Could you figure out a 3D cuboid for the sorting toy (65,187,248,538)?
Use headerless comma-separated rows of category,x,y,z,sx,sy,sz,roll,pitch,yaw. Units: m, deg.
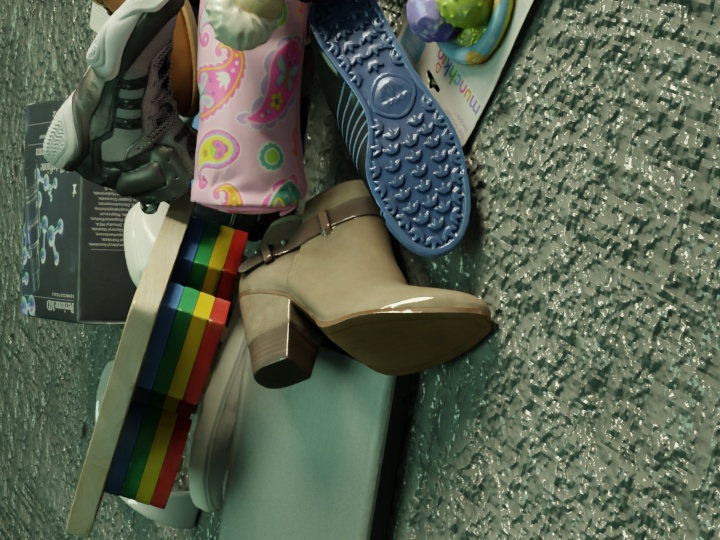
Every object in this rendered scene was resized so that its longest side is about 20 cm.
sorting toy,-0.145,0.071,1.174,0.201,0.069,0.201,-84,13,-63

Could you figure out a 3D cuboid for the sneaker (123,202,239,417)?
sneaker,-0.131,0.016,1.306,0.088,0.075,0.202,-43,64,43

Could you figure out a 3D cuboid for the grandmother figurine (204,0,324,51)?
grandmother figurine,-0.032,-0.227,1.035,0.121,0.201,0.061,36,169,15

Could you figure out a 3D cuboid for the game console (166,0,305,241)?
game console,-0.143,-0.133,1.273,0.199,0.118,0.175,24,99,57

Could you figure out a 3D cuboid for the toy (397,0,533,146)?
toy,0.065,-0.194,1.003,0.201,0.047,0.116,-63,39,35

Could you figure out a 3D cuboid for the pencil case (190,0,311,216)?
pencil case,-0.074,-0.141,1.105,0.087,0.086,0.203,12,99,58

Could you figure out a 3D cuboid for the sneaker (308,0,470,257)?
sneaker,0.022,-0.096,1.063,0.078,0.069,0.202,72,176,-75

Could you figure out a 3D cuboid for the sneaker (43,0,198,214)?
sneaker,-0.146,-0.124,1.138,0.200,0.113,0.076,-50,8,41

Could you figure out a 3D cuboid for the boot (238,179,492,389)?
boot,0.000,0.000,1.077,0.198,0.070,0.148,-13,47,23

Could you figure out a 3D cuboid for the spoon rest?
spoon rest,-0.208,0.159,1.430,0.200,0.060,0.100,47,127,48

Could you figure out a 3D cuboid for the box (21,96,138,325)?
box,-0.235,-0.055,1.439,0.148,0.106,0.203,2,91,58

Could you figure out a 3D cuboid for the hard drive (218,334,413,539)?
hard drive,-0.036,0.147,1.134,0.138,0.033,0.203,19,106,37

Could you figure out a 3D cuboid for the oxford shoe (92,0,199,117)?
oxford shoe,-0.171,-0.205,1.173,0.071,0.071,0.202,4,115,59

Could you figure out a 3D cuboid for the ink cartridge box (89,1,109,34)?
ink cartridge box,-0.178,-0.296,1.392,0.116,0.067,0.203,39,123,52

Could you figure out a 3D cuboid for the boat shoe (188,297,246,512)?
boat shoe,-0.078,0.106,1.216,0.068,0.072,0.202,24,106,18

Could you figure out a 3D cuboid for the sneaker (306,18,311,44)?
sneaker,-0.076,-0.209,1.206,0.199,0.080,0.090,-18,72,58
